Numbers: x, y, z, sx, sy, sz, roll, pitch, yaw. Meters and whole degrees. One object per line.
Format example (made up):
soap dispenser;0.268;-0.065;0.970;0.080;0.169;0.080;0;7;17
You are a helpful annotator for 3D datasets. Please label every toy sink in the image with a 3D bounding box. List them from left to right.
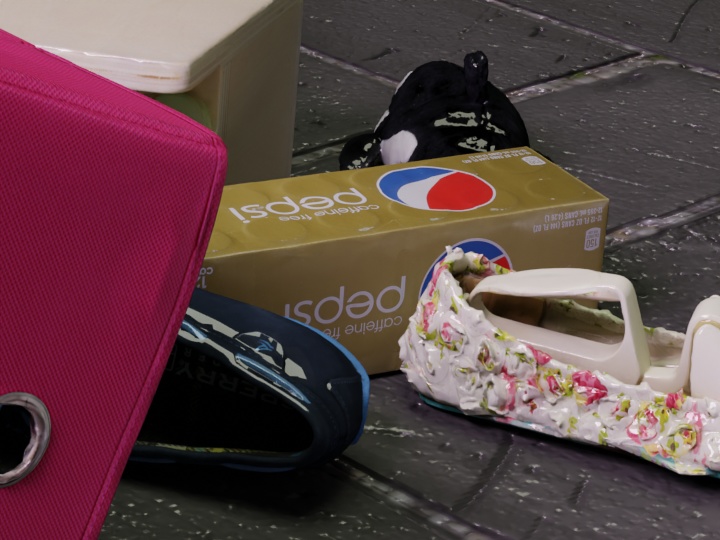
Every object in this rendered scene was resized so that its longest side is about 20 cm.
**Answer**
toy sink;-0.112;-0.066;1.011;0.129;0.113;0.200;8;19;9

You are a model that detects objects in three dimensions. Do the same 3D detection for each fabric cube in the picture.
fabric cube;-0.194;0.003;0.648;0.199;0.198;0.199;25;5;41

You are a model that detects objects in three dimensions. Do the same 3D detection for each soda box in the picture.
soda box;0.000;0.000;0.935;0.198;0.065;0.068;-9;27;-28

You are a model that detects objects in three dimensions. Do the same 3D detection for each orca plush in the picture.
orca plush;0.039;-0.069;1.091;0.104;0.072;0.200;9;24;11

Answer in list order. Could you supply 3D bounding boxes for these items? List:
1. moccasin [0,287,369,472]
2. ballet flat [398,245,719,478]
moccasin;-0.096;0.027;0.830;0.198;0.081;0.068;6;12;8
ballet flat;0.108;0.037;0.868;0.198;0.064;0.076;11;26;15
